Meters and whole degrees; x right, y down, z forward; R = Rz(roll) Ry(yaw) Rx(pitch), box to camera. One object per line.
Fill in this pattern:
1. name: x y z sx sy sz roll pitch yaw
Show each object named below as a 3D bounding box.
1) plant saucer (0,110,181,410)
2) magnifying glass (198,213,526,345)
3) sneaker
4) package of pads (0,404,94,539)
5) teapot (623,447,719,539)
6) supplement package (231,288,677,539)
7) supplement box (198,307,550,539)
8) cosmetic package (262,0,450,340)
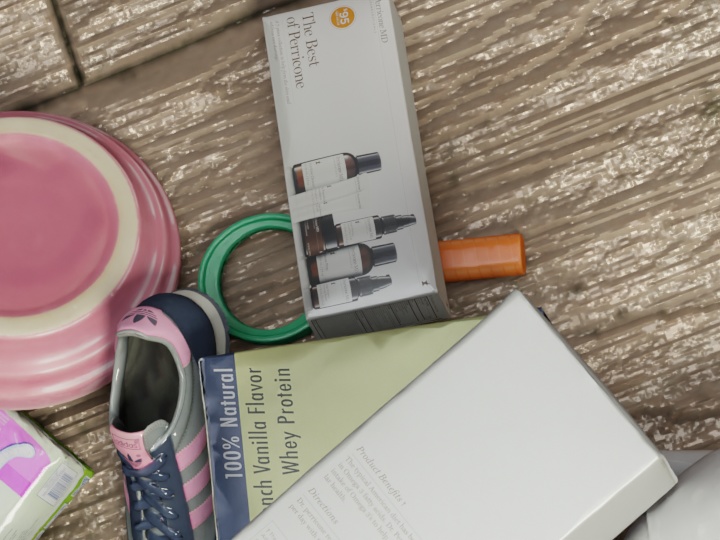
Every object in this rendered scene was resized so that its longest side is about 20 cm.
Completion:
1. plant saucer: -0.207 -0.016 1.749 0.199 0.051 0.201 1 61 -2
2. magnifying glass: 0.000 0.000 1.755 0.199 0.022 0.080 -6 76 12
3. sneaker: -0.121 0.114 1.700 0.070 0.082 0.201 1 97 26
4. package of pads: -0.285 0.118 1.761 0.200 0.068 0.155 38 87 17
5. teapot: 0.198 0.187 1.580 0.145 0.200 0.199 -5 91 2
6. supplement package: 0.052 0.125 1.524 0.200 0.117 0.117 -40 74 1
7. supplement box: 0.027 0.142 1.657 0.199 0.134 0.201 -9 76 9
8. cosmetic package: -0.003 -0.063 1.738 0.082 0.051 0.201 -12 67 5
